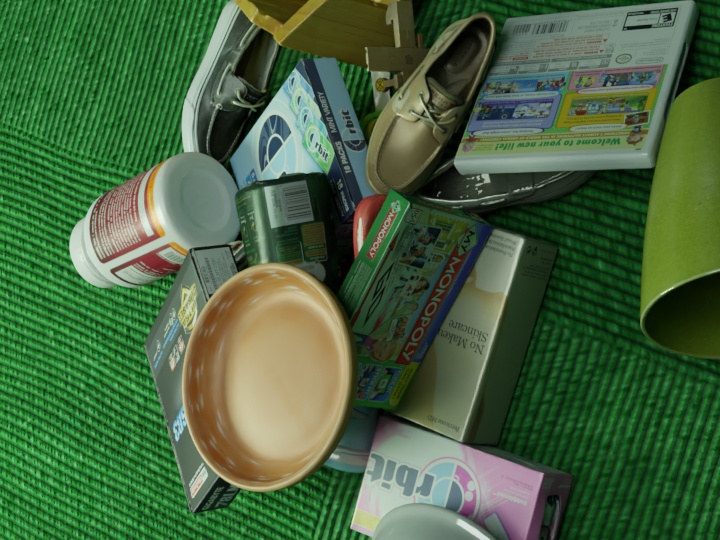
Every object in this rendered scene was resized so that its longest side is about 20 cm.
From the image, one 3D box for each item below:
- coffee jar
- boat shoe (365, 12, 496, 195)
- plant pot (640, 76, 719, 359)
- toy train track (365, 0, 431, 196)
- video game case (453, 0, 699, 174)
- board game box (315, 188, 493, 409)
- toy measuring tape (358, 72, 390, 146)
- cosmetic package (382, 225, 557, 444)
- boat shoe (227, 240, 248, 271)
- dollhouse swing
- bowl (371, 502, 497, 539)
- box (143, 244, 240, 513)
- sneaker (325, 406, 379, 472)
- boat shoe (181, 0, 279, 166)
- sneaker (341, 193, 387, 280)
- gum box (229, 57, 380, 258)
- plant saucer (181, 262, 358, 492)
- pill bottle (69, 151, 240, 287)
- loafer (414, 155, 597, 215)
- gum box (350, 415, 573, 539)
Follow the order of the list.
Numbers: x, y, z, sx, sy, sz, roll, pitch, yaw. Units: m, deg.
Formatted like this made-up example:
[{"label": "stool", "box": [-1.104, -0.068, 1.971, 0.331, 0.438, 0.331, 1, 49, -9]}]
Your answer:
[{"label": "coffee jar", "box": [-0.060, 0.012, 1.499, 0.104, 0.085, 0.202, 167, 93, -71]}, {"label": "boat shoe", "box": [0.067, -0.159, 1.496, 0.071, 0.065, 0.201, 29, 81, -6]}, {"label": "plant pot", "box": [0.318, -0.054, 1.324, 0.186, 0.187, 0.202, -19, 58, 31]}, {"label": "toy train track", "box": [0.041, -0.164, 1.561, 0.032, 0.114, 0.202, -5, 90, 47]}, {"label": "video game case", "box": [0.199, -0.168, 1.450, 0.198, 0.022, 0.183, 0, 55, 34]}, {"label": "board game box", "box": [0.030, 0.031, 1.430, 0.029, 0.134, 0.201, 36, 105, 37]}, {"label": "toy measuring tape", "box": [0.008, -0.157, 1.598, 0.073, 0.073, 0.202, -12, 77, 32]}, {"label": "cosmetic package", "box": [0.104, 0.056, 1.501, 0.105, 0.071, 0.202, 18, 93, 35]}, {"label": "boat shoe", "box": [-0.131, 0.005, 1.636, 0.200, 0.071, 0.063, -51, 51, 55]}, {"label": "dollhouse swing", "box": [-0.030, -0.339, 1.590, 0.176, 0.181, 0.200, -56, 50, 24]}, {"label": "bowl", "box": [0.065, 0.320, 1.424, 0.200, 0.090, 0.203, 24, 130, 31]}, {"label": "box", "box": [-0.148, 0.109, 1.554, 0.200, 0.049, 0.200, -55, 47, 52]}, {"label": "sneaker", "box": [-0.057, 0.112, 1.602, 0.199, 0.079, 0.132, 21, 97, 25]}, {"label": "boat shoe", "box": [-0.137, -0.199, 1.701, 0.071, 0.072, 0.202, 14, 89, 39]}, {"label": "sneaker", "box": [0.000, 0.000, 1.526, 0.115, 0.078, 0.201, 26, 140, 39]}, {"label": "gum box", "box": [-0.057, -0.090, 1.598, 0.200, 0.044, 0.171, -47, 56, 52]}, {"label": "plant saucer", "box": [-0.076, 0.095, 1.395, 0.199, 0.037, 0.202, -7, 78, 37]}, {"label": "pill bottle", "box": [-0.228, -0.047, 1.708, 0.199, 0.112, 0.114, -21, 72, 44]}, {"label": "loafer", "box": [0.143, -0.095, 1.496, 0.199, 0.070, 0.071, -22, 71, 30]}, {"label": "gum box", "box": [0.099, 0.220, 1.484, 0.199, 0.066, 0.115, 16, 92, 35]}]
